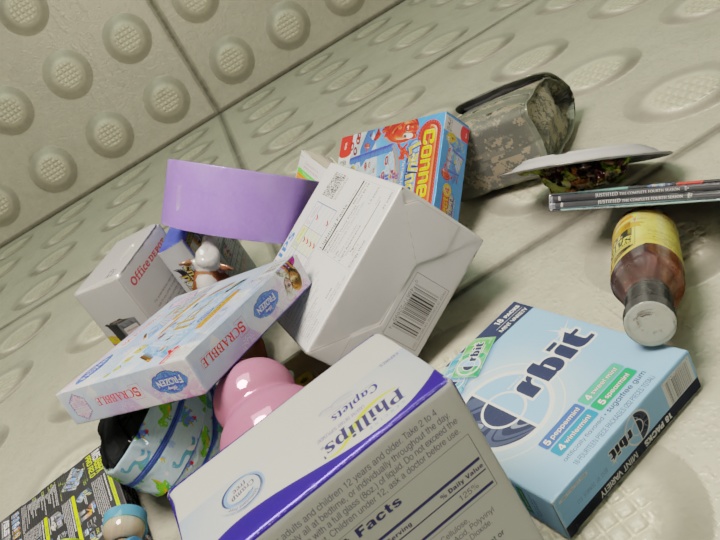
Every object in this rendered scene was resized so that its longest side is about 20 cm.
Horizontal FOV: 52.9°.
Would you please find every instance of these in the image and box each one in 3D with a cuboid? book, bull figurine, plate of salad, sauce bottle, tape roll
[{"bbox_3d":[-0.076,-0.060,1.052,0.134,0.048,0.202,-128,52,-64],"label":"book"},{"bbox_3d":[-0.174,0.051,0.935,0.065,0.202,0.121,-20,8,-6],"label":"bull figurine"},{"bbox_3d":[0.267,-0.116,0.863,0.198,0.049,0.200,-6,3,0],"label":"plate of salad"},{"bbox_3d":[0.258,0.001,0.652,0.066,0.066,0.200,-18,15,26],"label":"sauce bottle"},{"bbox_3d":[-0.157,-0.091,0.953,0.198,0.086,0.200,8,7,-1],"label":"tape roll"}]

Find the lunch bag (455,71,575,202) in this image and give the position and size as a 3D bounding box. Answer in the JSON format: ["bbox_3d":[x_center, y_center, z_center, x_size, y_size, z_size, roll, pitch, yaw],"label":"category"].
[{"bbox_3d":[0.214,-0.207,1.059,0.163,0.118,0.200,-15,25,36],"label":"lunch bag"}]

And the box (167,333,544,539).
[{"bbox_3d":[0.008,0.179,0.483,0.183,0.201,0.105,-36,25,-11],"label":"box"}]

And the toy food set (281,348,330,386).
[{"bbox_3d":[-0.071,0.155,0.779,0.143,0.061,0.200,-35,26,-8],"label":"toy food set"}]

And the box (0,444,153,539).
[{"bbox_3d":[-0.329,0.300,0.820,0.160,0.044,0.200,-38,26,-15],"label":"box"}]

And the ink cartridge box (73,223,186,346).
[{"bbox_3d":[-0.286,0.059,1.024,0.085,0.201,0.148,-21,27,21],"label":"ink cartridge box"}]

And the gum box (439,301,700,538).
[{"bbox_3d":[0.154,0.113,0.627,0.170,0.045,0.200,-40,26,-18],"label":"gum box"}]

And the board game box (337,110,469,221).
[{"bbox_3d":[0.046,-0.100,0.999,0.195,0.056,0.202,-5,71,44],"label":"board game box"}]

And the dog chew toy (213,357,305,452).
[{"bbox_3d":[-0.065,0.158,0.632,0.124,0.125,0.200,-33,56,-6],"label":"dog chew toy"}]

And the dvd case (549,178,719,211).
[{"bbox_3d":[0.318,-0.080,0.742,0.145,0.022,0.199,-9,7,-43],"label":"dvd case"}]

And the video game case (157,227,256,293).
[{"bbox_3d":[-0.219,-0.007,1.092,0.045,0.182,0.200,-26,25,10],"label":"video game case"}]

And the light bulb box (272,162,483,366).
[{"bbox_3d":[0.000,0.000,0.829,0.199,0.124,0.200,-59,28,1],"label":"light bulb box"}]

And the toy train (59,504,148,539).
[{"bbox_3d":[-0.285,0.309,0.682,0.199,0.085,0.116,-27,38,9],"label":"toy train"}]

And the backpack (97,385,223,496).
[{"bbox_3d":[-0.226,0.171,0.822,0.164,0.153,0.200,-55,6,-8],"label":"backpack"}]

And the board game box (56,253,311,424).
[{"bbox_3d":[-0.177,0.069,0.743,0.198,0.041,0.200,-17,18,35],"label":"board game box"}]
